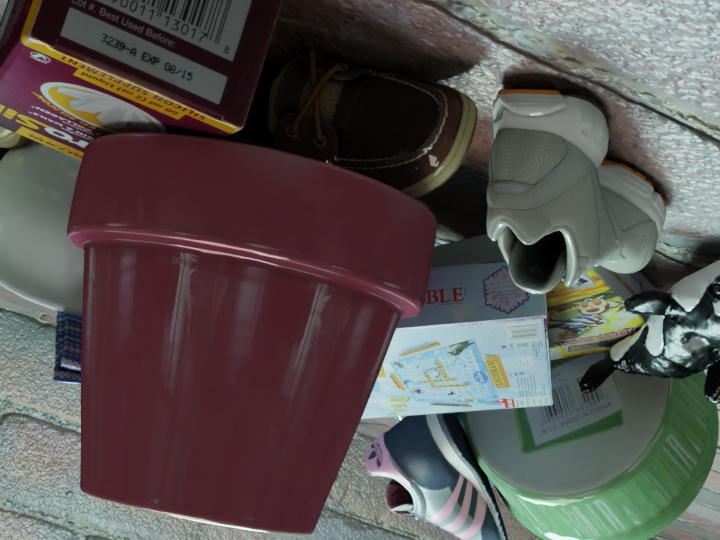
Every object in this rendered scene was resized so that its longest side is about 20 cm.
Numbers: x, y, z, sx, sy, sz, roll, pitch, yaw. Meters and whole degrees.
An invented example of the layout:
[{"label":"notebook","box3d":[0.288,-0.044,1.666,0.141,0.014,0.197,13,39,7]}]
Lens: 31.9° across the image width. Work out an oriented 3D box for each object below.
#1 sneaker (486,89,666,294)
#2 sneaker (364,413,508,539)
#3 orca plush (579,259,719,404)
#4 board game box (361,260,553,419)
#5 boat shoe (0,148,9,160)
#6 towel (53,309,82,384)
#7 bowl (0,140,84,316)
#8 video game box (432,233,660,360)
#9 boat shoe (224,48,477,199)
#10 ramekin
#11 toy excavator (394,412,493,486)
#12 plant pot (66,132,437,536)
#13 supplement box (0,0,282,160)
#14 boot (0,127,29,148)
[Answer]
[{"label":"sneaker","box3d":[0.114,-0.024,0.712,0.075,0.093,0.200,11,167,33]},{"label":"sneaker","box3d":[0.065,0.184,1.042,0.081,0.071,0.201,-24,132,6]},{"label":"orca plush","box3d":[0.219,0.057,0.854,0.104,0.072,0.199,9,154,-32]},{"label":"board game box","box3d":[0.031,0.054,0.862,0.196,0.042,0.200,-5,157,7]},{"label":"boat shoe","box3d":[-0.311,-0.072,0.986,0.091,0.201,0.075,13,127,-5]},{"label":"towel","box3d":[-0.141,0.055,0.865,0.143,0.024,0.200,16,-170,-16]},{"label":"bowl","box3d":[-0.176,-0.057,0.902,0.198,0.091,0.202,12,-150,-7]},{"label":"video game box","box3d":[0.101,0.026,0.916,0.198,0.048,0.182,-13,159,26]},{"label":"boat shoe","box3d":[-0.024,-0.085,0.702,0.072,0.073,0.199,26,172,-41]},{"label":"ramekin","box3d":[0.178,0.113,1.013,0.198,0.202,0.098,10,159,33]},{"label":"toy excavator","box3d":[0.063,0.124,1.093,0.099,0.197,0.200,-19,-169,13]},{"label":"plant pot","box3d":[-0.070,0.041,0.679,0.197,0.182,0.200,11,171,2]},{"label":"supplement box","box3d":[-0.128,-0.116,0.662,0.109,0.087,0.199,22,168,-21]},{"label":"boot","box3d":[-0.332,-0.146,0.865,0.198,0.074,0.155,12,166,33]}]
